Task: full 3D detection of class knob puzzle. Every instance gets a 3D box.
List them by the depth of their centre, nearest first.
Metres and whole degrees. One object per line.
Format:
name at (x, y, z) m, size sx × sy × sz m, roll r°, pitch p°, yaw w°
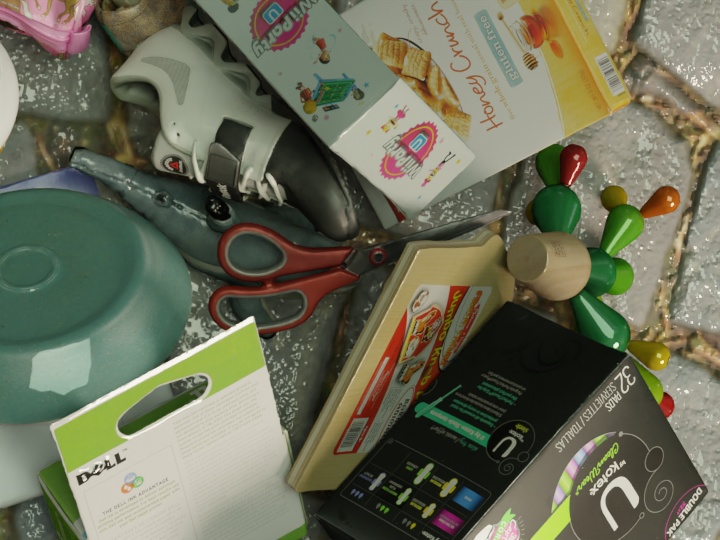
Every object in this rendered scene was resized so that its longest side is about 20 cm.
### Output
knob puzzle at (0.035, 0.057, 1.598) m, size 0.030 × 0.220 × 0.220 m, roll 33°, pitch 73°, yaw 26°

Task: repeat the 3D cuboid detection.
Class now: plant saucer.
plant saucer at (-0.204, 0.010, 1.507) m, size 0.198 × 0.036 × 0.201 m, roll -2°, pitch 44°, yaw 1°

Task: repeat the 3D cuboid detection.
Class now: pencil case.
pencil case at (-0.261, -0.203, 1.563) m, size 0.199 × 0.083 × 0.087 m, roll 18°, pitch 90°, yaw -11°

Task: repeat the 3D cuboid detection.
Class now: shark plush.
shark plush at (-0.092, -0.041, 1.600) m, size 0.200 × 0.083 × 0.091 m, roll 38°, pitch 76°, yaw -9°

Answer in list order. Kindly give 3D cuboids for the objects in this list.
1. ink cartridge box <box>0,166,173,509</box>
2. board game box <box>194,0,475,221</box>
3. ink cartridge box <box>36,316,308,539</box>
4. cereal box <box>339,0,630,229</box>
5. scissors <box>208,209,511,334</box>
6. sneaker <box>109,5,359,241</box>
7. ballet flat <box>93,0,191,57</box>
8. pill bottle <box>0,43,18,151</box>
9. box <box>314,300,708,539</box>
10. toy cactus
ink cartridge box at (-0.232, 0.048, 1.572) m, size 0.195 × 0.043 × 0.201 m, roll -18°, pitch 91°, yaw -17°
board game box at (-0.032, -0.137, 1.538) m, size 0.064 × 0.148 × 0.200 m, roll -43°, pitch 64°, yaw 4°
ink cartridge box at (-0.124, 0.112, 1.518) m, size 0.147 × 0.076 × 0.201 m, roll -28°, pitch 135°, yaw -18°
cereal box at (0.063, -0.130, 1.608) m, size 0.039 × 0.199 × 0.144 m, roll -31°, pitch 93°, yaw -56°
scissors at (0.000, 0.000, 1.572) m, size 0.198 × 0.014 × 0.074 m, roll -4°, pitch 101°, yaw -6°
sneaker at (-0.083, -0.074, 1.551) m, size 0.088 × 0.074 × 0.200 m, roll -36°, pitch 63°, yaw -17°
ballet flat at (-0.122, -0.239, 1.614) m, size 0.067 × 0.068 × 0.201 m, roll 33°, pitch 72°, yaw -47°
pill bottle at (-0.265, -0.098, 1.492) m, size 0.104 × 0.200 × 0.105 m, roll 3°, pitch 79°, yaw -15°
box at (0.099, 0.151, 1.589) m, size 0.200 × 0.124 × 0.149 m, roll -47°, pitch 129°, yaw -16°
toy cactus at (0.155, 0.001, 1.638) m, size 0.102 × 0.165 × 0.201 m, roll -16°, pitch 77°, yaw 27°
